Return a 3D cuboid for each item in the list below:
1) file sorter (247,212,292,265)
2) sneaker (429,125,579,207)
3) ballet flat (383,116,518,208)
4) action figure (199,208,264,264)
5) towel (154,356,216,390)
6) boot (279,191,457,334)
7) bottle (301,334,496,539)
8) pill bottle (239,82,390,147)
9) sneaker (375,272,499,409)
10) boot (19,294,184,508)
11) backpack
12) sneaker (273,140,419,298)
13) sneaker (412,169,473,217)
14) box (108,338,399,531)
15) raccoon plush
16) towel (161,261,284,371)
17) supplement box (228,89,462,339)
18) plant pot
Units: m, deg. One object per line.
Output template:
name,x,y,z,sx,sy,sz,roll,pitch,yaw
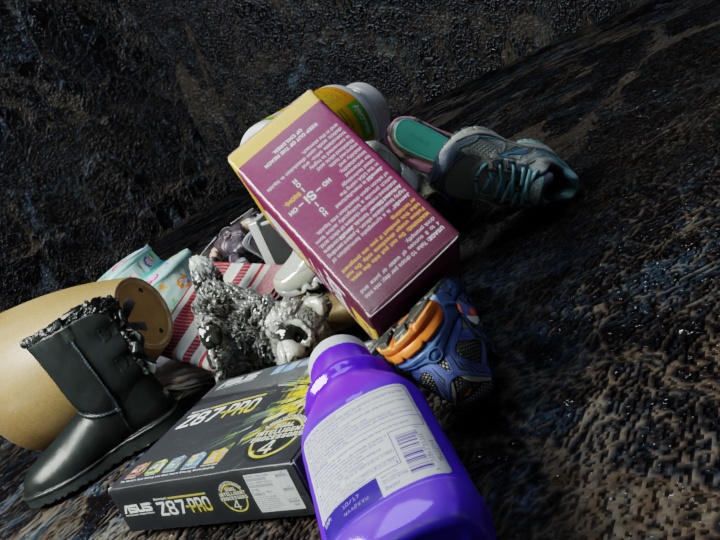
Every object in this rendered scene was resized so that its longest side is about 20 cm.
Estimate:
file sorter,-0.032,-0.052,0.917,0.123,0.140,0.200,-17,18,26
sneaker,0.165,-0.108,0.749,0.198,0.078,0.086,-8,35,-34
ballet flat,0.120,-0.134,0.867,0.071,0.198,0.070,146,146,-80
action figure,-0.171,-0.026,0.989,0.131,0.069,0.200,-53,27,-1
towel,-0.193,0.096,0.914,0.198,0.033,0.191,-17,19,37
boot,0.000,0.000,0.768,0.198,0.066,0.176,-17,33,39
bottle,0.007,0.103,0.396,0.083,0.066,0.200,-30,25,-2
pill bottle,-0.045,-0.158,0.828,0.110,0.112,0.200,-14,21,41
sneaker,0.064,0.057,0.512,0.075,0.079,0.200,-43,-5,13
boot,-0.301,0.133,0.723,0.197,0.164,0.073,-30,15,-8
backpack,-0.319,0.051,1.025,0.199,0.151,0.178,-33,11,8
sneaker,-0.030,-0.056,0.744,0.200,0.081,0.075,-46,27,-3
sneaker,0.112,-0.095,0.922,0.098,0.070,0.201,11,32,-17
box,-0.082,0.133,0.552,0.198,0.050,0.161,-18,14,33
raccoon plush,-0.105,0.028,0.715,0.132,0.097,0.201,-19,56,-7
towel,-0.173,0.053,0.833,0.199,0.023,0.145,3,55,49
supplement box,-0.009,-0.040,0.617,0.103,0.200,0.131,-40,-23,-8
plant pot,-0.333,0.092,0.829,0.199,0.187,0.187,-29,13,21
